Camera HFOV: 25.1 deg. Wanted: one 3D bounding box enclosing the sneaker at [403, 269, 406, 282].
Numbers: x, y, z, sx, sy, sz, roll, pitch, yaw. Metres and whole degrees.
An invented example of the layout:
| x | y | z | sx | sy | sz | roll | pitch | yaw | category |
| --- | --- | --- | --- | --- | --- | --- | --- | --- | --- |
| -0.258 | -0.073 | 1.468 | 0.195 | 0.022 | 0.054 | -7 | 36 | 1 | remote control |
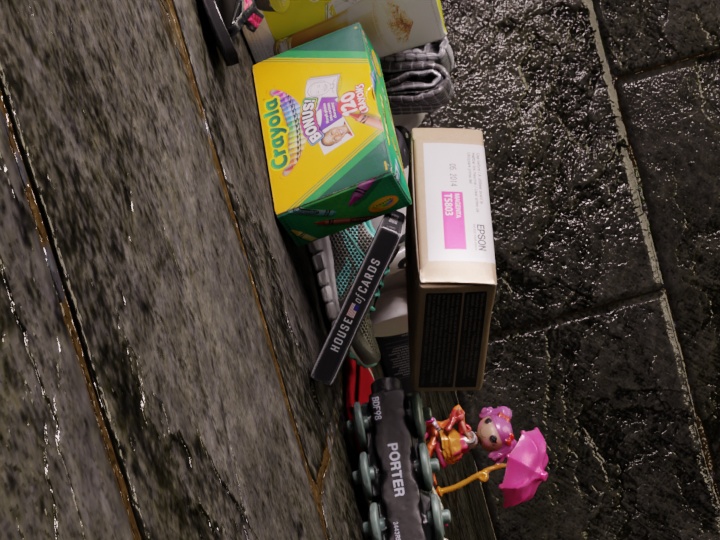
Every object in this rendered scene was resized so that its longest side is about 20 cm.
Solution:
| x | y | z | sx | sy | sz | roll | pitch | yaw | category |
| --- | --- | --- | --- | --- | --- | --- | --- | --- | --- |
| 0.111 | -0.051 | 1.899 | 0.099 | 0.069 | 0.201 | 26 | 63 | -32 | sneaker |

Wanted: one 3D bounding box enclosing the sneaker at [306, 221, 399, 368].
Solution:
| x | y | z | sx | sy | sz | roll | pitch | yaw | category |
| --- | --- | --- | --- | --- | --- | --- | --- | --- | --- |
| 0.000 | 0.000 | 1.676 | 0.078 | 0.091 | 0.201 | -32 | 107 | -84 | sneaker |

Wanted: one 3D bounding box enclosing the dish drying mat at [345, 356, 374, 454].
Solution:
| x | y | z | sx | sy | sz | roll | pitch | yaw | category |
| --- | --- | --- | --- | --- | --- | --- | --- | --- | --- |
| 0.002 | 0.135 | 1.713 | 0.200 | 0.018 | 0.077 | -90 | 166 | -71 | dish drying mat |

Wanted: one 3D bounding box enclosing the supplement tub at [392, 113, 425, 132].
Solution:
| x | y | z | sx | sy | sz | roll | pitch | yaw | category |
| --- | --- | --- | --- | --- | --- | --- | --- | --- | --- |
| 0.001 | -0.284 | 2.218 | 0.145 | 0.144 | 0.201 | 62 | 14 | -68 | supplement tub |

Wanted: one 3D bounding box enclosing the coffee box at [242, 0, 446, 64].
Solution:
| x | y | z | sx | sy | sz | roll | pitch | yaw | category |
| --- | --- | --- | --- | --- | --- | --- | --- | --- | --- |
| -0.040 | -0.342 | 1.635 | 0.200 | 0.197 | 0.201 | 68 | 9 | -54 | coffee box |

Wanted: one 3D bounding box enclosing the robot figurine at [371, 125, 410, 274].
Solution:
| x | y | z | sx | sy | sz | roll | pitch | yaw | category |
| --- | --- | --- | --- | --- | --- | --- | --- | --- | --- |
| 0.007 | -0.086 | 1.799 | 0.125 | 0.150 | 0.200 | -120 | -171 | -54 | robot figurine |

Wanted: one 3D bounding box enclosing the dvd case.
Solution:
| x | y | z | sx | sy | sz | roll | pitch | yaw | category |
| --- | --- | --- | --- | --- | --- | --- | --- | --- | --- |
| 0.001 | 0.020 | 1.512 | 0.200 | 0.025 | 0.151 | -71 | -174 | -83 | dvd case |

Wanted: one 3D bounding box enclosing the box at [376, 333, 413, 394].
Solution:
| x | y | z | sx | sy | sz | roll | pitch | yaw | category |
| --- | --- | --- | --- | --- | --- | --- | --- | --- | --- |
| 0.067 | 0.045 | 2.208 | 0.200 | 0.104 | 0.183 | -88 | 161 | -73 | box |

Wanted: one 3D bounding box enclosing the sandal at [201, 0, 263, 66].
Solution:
| x | y | z | sx | sy | sz | roll | pitch | yaw | category |
| --- | --- | --- | --- | --- | --- | --- | --- | --- | --- |
| -0.111 | -0.242 | 1.422 | 0.200 | 0.045 | 0.075 | -96 | 170 | -61 | sandal |

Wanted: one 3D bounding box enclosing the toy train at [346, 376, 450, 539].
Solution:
| x | y | z | sx | sy | sz | roll | pitch | yaw | category |
| --- | --- | --- | --- | --- | --- | --- | --- | --- | --- |
| 0.038 | 0.206 | 1.562 | 0.114 | 0.085 | 0.201 | 77 | 3 | -62 | toy train |

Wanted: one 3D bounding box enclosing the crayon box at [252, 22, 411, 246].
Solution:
| x | y | z | sx | sy | sz | roll | pitch | yaw | category |
| --- | --- | --- | --- | --- | --- | --- | --- | --- | --- |
| -0.030 | -0.132 | 1.551 | 0.058 | 0.118 | 0.201 | 55 | 18 | -51 | crayon box |

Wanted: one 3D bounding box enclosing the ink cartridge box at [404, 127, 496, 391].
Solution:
| x | y | z | sx | sy | sz | roll | pitch | yaw | category |
| --- | --- | --- | --- | --- | --- | --- | --- | --- | --- |
| 0.083 | -0.010 | 1.556 | 0.165 | 0.075 | 0.201 | 93 | -3 | -50 | ink cartridge box |

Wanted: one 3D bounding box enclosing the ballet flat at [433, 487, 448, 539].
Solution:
| x | y | z | sx | sy | sz | roll | pitch | yaw | category |
| --- | --- | --- | --- | --- | --- | --- | --- | --- | --- |
| 0.059 | 0.271 | 1.692 | 0.076 | 0.064 | 0.201 | 55 | 21 | -76 | ballet flat |

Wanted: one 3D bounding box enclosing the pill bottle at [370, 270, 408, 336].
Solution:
| x | y | z | sx | sy | sz | roll | pitch | yaw | category |
| --- | --- | --- | --- | --- | --- | --- | --- | --- | --- |
| 0.028 | -0.029 | 1.941 | 0.114 | 0.114 | 0.201 | 57 | 18 | -74 | pill bottle |

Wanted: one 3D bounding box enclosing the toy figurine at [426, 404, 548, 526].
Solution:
| x | y | z | sx | sy | sz | roll | pitch | yaw | category |
| --- | --- | --- | --- | --- | --- | --- | --- | --- | --- |
| 0.127 | 0.220 | 1.906 | 0.150 | 0.183 | 0.201 | 67 | 9 | -59 | toy figurine |

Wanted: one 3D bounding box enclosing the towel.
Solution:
| x | y | z | sx | sy | sz | roll | pitch | yaw | category |
| --- | --- | --- | --- | --- | --- | --- | --- | --- | --- |
| 0.006 | -0.218 | 1.824 | 0.166 | 0.199 | 0.086 | -20 | 108 | -83 | towel |
